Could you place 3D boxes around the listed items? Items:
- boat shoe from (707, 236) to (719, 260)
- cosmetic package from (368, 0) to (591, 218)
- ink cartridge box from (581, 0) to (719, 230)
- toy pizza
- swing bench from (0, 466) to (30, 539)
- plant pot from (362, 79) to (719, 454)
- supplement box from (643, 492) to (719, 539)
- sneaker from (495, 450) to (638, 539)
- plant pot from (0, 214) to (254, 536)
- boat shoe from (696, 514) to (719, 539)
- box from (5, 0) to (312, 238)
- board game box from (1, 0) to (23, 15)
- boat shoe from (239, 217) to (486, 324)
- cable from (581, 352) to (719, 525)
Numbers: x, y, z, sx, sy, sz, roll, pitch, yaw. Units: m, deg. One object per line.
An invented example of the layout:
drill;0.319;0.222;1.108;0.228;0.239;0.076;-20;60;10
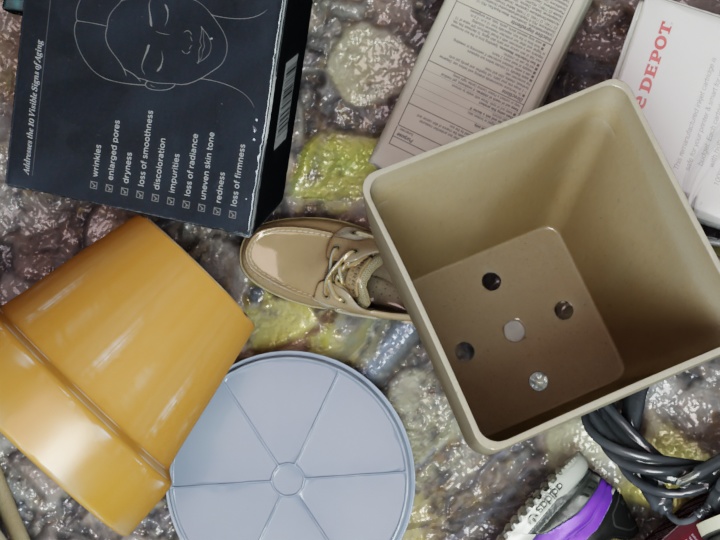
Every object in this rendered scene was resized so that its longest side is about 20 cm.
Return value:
boat shoe;0.282;0.014;1.246;0.201;0.065;0.075;19;81;27
cosmetic package;0.095;-0.149;1.303;0.103;0.087;0.201;27;92;6
ink cartridge box;0.281;-0.104;1.280;0.199;0.083;0.148;20;91;7
toy pizza;-0.055;0.164;1.346;0.199;0.032;0.202;0;88;7
swing bench;-0.354;0.248;1.338;0.198;0.130;0.201;-28;91;5
plant pot;0.122;0.019;1.195;0.199;0.177;0.201;-22;74;-11
supplement box;0.230;0.251;1.241;0.200;0.061;0.109;-32;84;-32
sneaker;0.134;0.243;1.302;0.099;0.070;0.200;41;95;4
plant pot;-0.186;0.065;1.292;0.200;0.200;0.183;42;82;6
boat shoe;0.338;0.184;1.245;0.200;0.074;0.063;-14;73;-26
box;-0.149;-0.151;1.294;0.195;0.124;0.201;12;107;6
board game box;-0.178;-0.257;1.368;0.199;0.028;0.136;11;90;8
boat shoe;0.000;0.000;1.324;0.199;0.065;0.072;10;91;7
cable;0.266;0.089;1.281;0.200;0.051;0.163;-37;58;-10
